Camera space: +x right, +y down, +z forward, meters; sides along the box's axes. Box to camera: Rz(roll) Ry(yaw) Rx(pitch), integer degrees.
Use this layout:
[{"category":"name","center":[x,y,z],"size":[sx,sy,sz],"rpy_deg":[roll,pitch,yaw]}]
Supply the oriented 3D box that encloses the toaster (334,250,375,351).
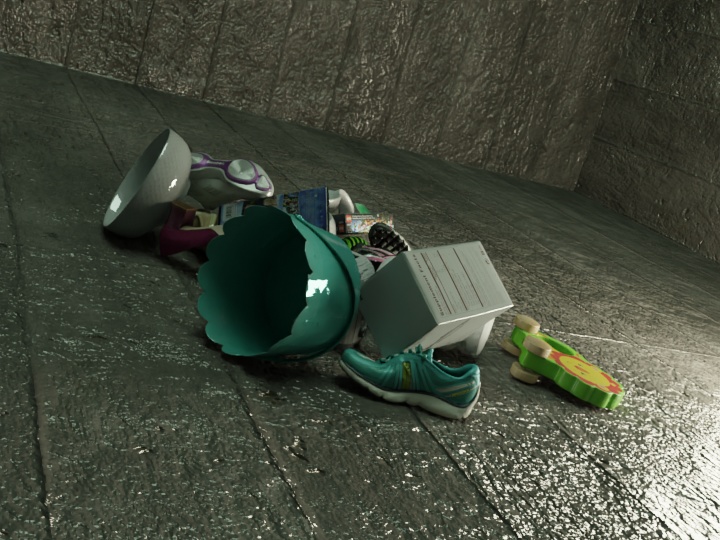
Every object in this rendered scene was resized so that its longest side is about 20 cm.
[{"category":"toaster","center":[-0.070,0.026,1.446],"size":[0.198,0.131,0.113],"rpy_deg":[21,14,16]}]

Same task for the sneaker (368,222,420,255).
[{"category":"sneaker","center":[0.073,-0.030,1.792],"size":[0.200,0.066,0.091],"rpy_deg":[44,14,-34]}]

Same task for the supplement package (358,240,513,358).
[{"category":"supplement package","center":[0.107,0.041,1.386],"size":[0.199,0.117,0.118],"rpy_deg":[-9,68,-49]}]

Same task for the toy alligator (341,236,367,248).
[{"category":"toy alligator","center":[-0.037,-0.040,1.869],"size":[0.059,0.055,0.199],"rpy_deg":[26,17,33]}]

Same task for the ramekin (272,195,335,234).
[{"category":"ramekin","center":[-0.134,-0.066,1.732],"size":[0.199,0.095,0.203],"rpy_deg":[11,21,-4]}]

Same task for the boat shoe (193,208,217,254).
[{"category":"boat shoe","center":[-0.293,-0.074,1.685],"size":[0.064,0.073,0.200],"rpy_deg":[7,11,-17]}]

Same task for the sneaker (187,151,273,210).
[{"category":"sneaker","center":[-0.243,-0.153,1.718],"size":[0.198,0.101,0.075],"rpy_deg":[16,44,20]}]

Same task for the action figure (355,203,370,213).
[{"category":"action figure","center":[0.058,-0.047,1.972],"size":[0.200,0.055,0.118],"rpy_deg":[44,-2,35]}]

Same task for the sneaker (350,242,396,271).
[{"category":"sneaker","center":[0.062,0.001,1.686],"size":[0.199,0.080,0.087],"rpy_deg":[30,24,-36]}]

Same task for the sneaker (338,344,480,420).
[{"category":"sneaker","center":[0.068,0.136,1.299],"size":[0.197,0.081,0.078],"rpy_deg":[15,15,-5]}]

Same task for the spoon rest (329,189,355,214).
[{"category":"spoon rest","center":[-0.069,-0.134,1.900],"size":[0.098,0.062,0.200],"rpy_deg":[-5,-1,23]}]

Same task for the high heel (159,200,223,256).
[{"category":"high heel","center":[-0.244,-0.033,1.541],"size":[0.199,0.097,0.067],"rpy_deg":[29,19,31]}]

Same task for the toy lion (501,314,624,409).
[{"category":"toy lion","center":[0.340,0.159,1.577],"size":[0.190,0.069,0.200],"rpy_deg":[23,14,-4]}]

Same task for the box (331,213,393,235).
[{"category":"box","center":[-0.051,-0.085,1.880],"size":[0.198,0.038,0.136],"rpy_deg":[-5,-1,44]}]

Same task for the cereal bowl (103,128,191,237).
[{"category":"cereal bowl","center":[-0.352,-0.137,1.630],"size":[0.083,0.201,0.200],"rpy_deg":[35,7,-24]}]

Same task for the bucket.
[{"category":"bucket","center":[-0.106,0.023,1.289],"size":[0.206,0.210,0.134],"rpy_deg":[28,10,36]}]

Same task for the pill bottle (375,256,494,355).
[{"category":"pill bottle","center":[0.115,0.062,1.557],"size":[0.198,0.114,0.112],"rpy_deg":[22,15,17]}]

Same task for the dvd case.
[{"category":"dvd case","center":[-0.149,-0.070,1.617],"size":[0.197,0.018,0.144],"rpy_deg":[-9,52,8]}]
